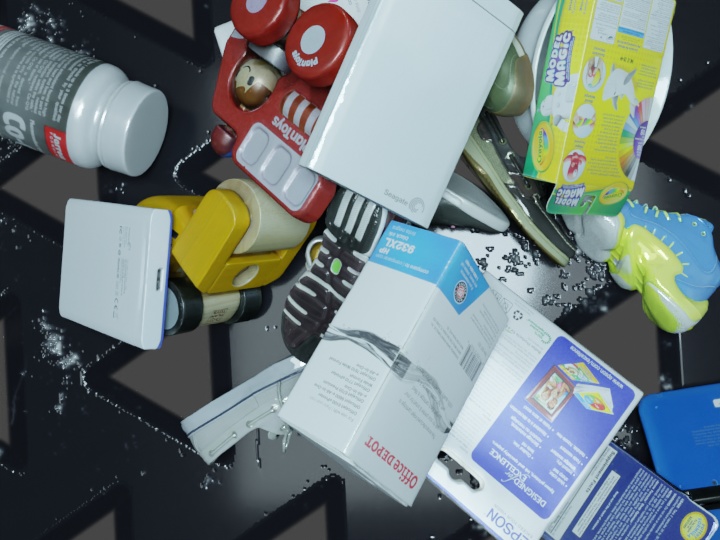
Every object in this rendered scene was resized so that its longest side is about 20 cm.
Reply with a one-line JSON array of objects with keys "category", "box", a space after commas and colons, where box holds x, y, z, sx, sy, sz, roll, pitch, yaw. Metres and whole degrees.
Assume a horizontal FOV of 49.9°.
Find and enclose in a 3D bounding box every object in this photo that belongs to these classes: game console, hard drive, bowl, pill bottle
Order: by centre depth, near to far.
[{"category": "hard drive", "box": [0.045, -0.152, 0.641, 0.131, 0.027, 0.203, 23, 93, -32]}, {"category": "bowl", "box": [0.213, -0.198, 0.772, 0.198, 0.090, 0.205, -12, 113, -30]}, {"category": "game console", "box": [0.400, 0.216, 0.805, 0.196, 0.119, 0.173, -10, 58, 6]}, {"category": "hard drive", "box": [-0.260, -0.003, 0.808, 0.198, 0.025, 0.135, 10, 96, 47]}, {"category": "pill bottle", "box": [-0.319, -0.179, 0.836, 0.197, 0.114, 0.116, 20, 92, 6]}]

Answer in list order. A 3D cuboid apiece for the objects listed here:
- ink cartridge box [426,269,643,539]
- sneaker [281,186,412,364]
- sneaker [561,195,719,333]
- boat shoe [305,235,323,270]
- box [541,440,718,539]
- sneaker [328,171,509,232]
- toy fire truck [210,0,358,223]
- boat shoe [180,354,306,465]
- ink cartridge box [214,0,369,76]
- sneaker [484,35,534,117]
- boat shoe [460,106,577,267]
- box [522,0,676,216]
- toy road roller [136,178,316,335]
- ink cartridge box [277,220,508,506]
[{"category": "ink cartridge box", "box": [0.141, 0.138, 0.769, 0.197, 0.047, 0.201, 39, 83, 12]}, {"category": "sneaker", "box": [0.000, 0.000, 0.760, 0.075, 0.115, 0.202, 38, 121, 19]}, {"category": "sneaker", "box": [0.294, -0.038, 0.801, 0.104, 0.076, 0.201, -36, 85, -14]}, {"category": "boat shoe", "box": [-0.002, 0.053, 0.822, 0.070, 0.070, 0.202, -26, 87, 5]}, {"category": "box", "box": [0.236, 0.233, 0.771, 0.199, 0.032, 0.122, 36, 94, 36]}, {"category": "sneaker", "box": [0.055, -0.062, 0.825, 0.197, 0.071, 0.100, 23, 114, -8]}, {"category": "toy fire truck", "box": [-0.067, -0.160, 0.707, 0.200, 0.112, 0.169, 40, 99, 31]}, {"category": "boat shoe", "box": [-0.093, 0.151, 0.830, 0.200, 0.075, 0.087, -31, 86, 7]}, {"category": "ink cartridge box", "box": [-0.037, -0.212, 0.821, 0.197, 0.084, 0.147, -19, 87, 6]}, {"category": "sneaker", "box": [0.083, -0.222, 0.728, 0.088, 0.067, 0.202, -2, 55, -26]}, {"category": "boat shoe", "box": [0.164, -0.096, 0.806, 0.066, 0.072, 0.202, -40, 81, 9]}, {"category": "box", "box": [0.215, -0.152, 0.706, 0.116, 0.048, 0.204, 0, 104, -36]}, {"category": "toy road roller", "box": [-0.156, -0.039, 0.798, 0.147, 0.122, 0.200, 52, 120, 19]}, {"category": "ink cartridge box", "box": [0.036, 0.084, 0.688, 0.083, 0.145, 0.202, 19, 71, 36]}]
